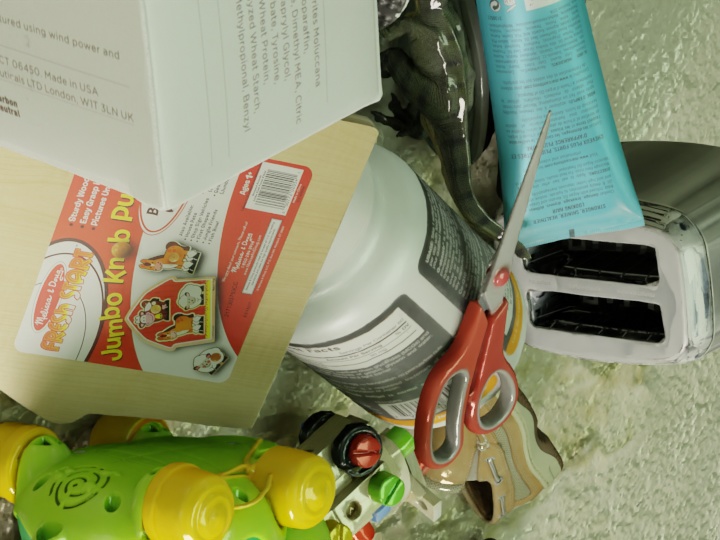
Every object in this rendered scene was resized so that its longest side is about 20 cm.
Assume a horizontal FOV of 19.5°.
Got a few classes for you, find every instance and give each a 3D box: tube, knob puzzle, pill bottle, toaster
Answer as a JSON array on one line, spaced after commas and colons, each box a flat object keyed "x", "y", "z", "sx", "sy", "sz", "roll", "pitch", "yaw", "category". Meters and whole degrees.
[{"x": 0.097, "y": -0.103, "z": 1.108, "sx": 0.050, "sy": 0.077, "sz": 0.200, "roll": -84, "pitch": 162, "yaw": -63, "category": "tube"}, {"x": -0.115, "y": -0.016, "z": 0.962, "sx": 0.220, "sy": 0.030, "sz": 0.220, "roll": -9, "pitch": 126, "yaw": -12, "category": "knob puzzle"}, {"x": 0.000, "y": 0.000, "z": 1.103, "sx": 0.200, "sy": 0.116, "sz": 0.116, "roll": 42, "pitch": 72, "yaw": -52, "category": "pill bottle"}, {"x": 0.175, "y": -0.009, "z": 1.257, "sx": 0.129, "sy": 0.200, "sz": 0.114, "roll": -27, "pitch": 116, "yaw": -45, "category": "toaster"}]

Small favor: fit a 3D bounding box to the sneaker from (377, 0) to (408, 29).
[{"x": -0.014, "y": -0.146, "z": 1.006, "sx": 0.080, "sy": 0.074, "sz": 0.200, "roll": -65, "pitch": -173, "yaw": -23, "category": "sneaker"}]

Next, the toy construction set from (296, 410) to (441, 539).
[{"x": -0.018, "y": 0.156, "z": 1.174, "sx": 0.200, "sy": 0.092, "sz": 0.131, "roll": -50, "pitch": 123, "yaw": -34, "category": "toy construction set"}]

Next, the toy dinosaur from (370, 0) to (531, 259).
[{"x": 0.034, "y": -0.097, "z": 1.113, "sx": 0.047, "sy": 0.088, "sz": 0.200, "roll": -34, "pitch": 122, "yaw": -32, "category": "toy dinosaur"}]

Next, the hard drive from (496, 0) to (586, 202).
[{"x": 0.106, "y": -0.140, "z": 1.189, "sx": 0.135, "sy": 0.042, "sz": 0.200, "roll": -77, "pitch": 173, "yaw": -69, "category": "hard drive"}]

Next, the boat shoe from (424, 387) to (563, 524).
[{"x": 0.066, "y": 0.104, "z": 1.285, "sx": 0.076, "sy": 0.072, "sz": 0.200, "roll": -49, "pitch": 141, "yaw": -9, "category": "boat shoe"}]

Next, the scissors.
[{"x": 0.064, "y": 0.015, "z": 1.077, "sx": 0.073, "sy": 0.014, "sz": 0.200, "roll": -20, "pitch": 131, "yaw": -36, "category": "scissors"}]

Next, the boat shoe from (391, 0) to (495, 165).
[{"x": 0.055, "y": -0.153, "z": 1.139, "sx": 0.060, "sy": 0.076, "sz": 0.200, "roll": -32, "pitch": 130, "yaw": -33, "category": "boat shoe"}]

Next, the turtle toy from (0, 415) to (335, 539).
[{"x": -0.086, "y": 0.128, "z": 1.019, "sx": 0.200, "sy": 0.146, "sz": 0.101, "roll": -2, "pitch": 100, "yaw": -52, "category": "turtle toy"}]

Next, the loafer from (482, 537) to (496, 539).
[{"x": 0.039, "y": 0.234, "z": 1.320, "sx": 0.200, "sy": 0.072, "sz": 0.063, "roll": -30, "pitch": 109, "yaw": -50, "category": "loafer"}]

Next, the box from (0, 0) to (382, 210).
[{"x": -0.108, "y": -0.156, "z": 0.818, "sx": 0.131, "sy": 0.199, "sz": 0.200, "roll": -31, "pitch": 129, "yaw": -40, "category": "box"}]
